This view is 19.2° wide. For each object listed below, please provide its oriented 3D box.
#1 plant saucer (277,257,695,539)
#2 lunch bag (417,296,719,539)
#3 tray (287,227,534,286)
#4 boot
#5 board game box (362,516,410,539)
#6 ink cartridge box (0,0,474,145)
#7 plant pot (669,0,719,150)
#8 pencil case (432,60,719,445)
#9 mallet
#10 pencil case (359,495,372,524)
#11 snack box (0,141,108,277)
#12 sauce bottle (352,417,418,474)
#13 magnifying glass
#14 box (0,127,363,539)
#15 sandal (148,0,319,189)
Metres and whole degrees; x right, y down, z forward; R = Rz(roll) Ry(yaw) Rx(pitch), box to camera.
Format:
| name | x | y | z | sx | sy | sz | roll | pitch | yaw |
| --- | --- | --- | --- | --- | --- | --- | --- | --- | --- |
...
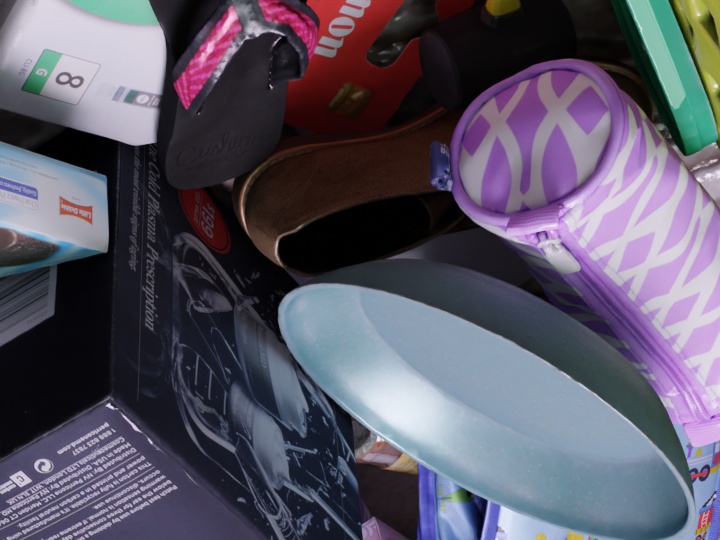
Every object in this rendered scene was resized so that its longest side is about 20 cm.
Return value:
| name | x | y | z | sx | sy | sz | roll | pitch | yaw |
| --- | --- | --- | --- | --- | --- | --- | --- | --- | --- |
| plant saucer | 0.059 | 0.050 | 0.911 | 0.199 | 0.036 | 0.200 | 27 | 159 | 11 |
| lunch bag | 0.109 | 0.119 | 1.065 | 0.149 | 0.094 | 0.202 | -3 | 100 | -30 |
| tray | 0.000 | 0.000 | 1.054 | 0.199 | 0.022 | 0.107 | -26 | 139 | 17 |
| boot | 0.046 | -0.039 | 0.948 | 0.198 | 0.076 | 0.074 | -17 | 115 | -9 |
| board game box | -0.008 | 0.233 | 1.153 | 0.199 | 0.044 | 0.199 | -34 | 136 | 19 |
| ink cartridge box | -0.041 | -0.112 | 0.891 | 0.199 | 0.050 | 0.161 | 15 | 134 | -26 |
| plant pot | 0.237 | -0.093 | 0.879 | 0.198 | 0.183 | 0.199 | -19 | 141 | 10 |
| pencil case | 0.113 | -0.007 | 0.909 | 0.083 | 0.086 | 0.200 | -24 | 141 | 22 |
| mallet | 0.053 | -0.142 | 0.865 | 0.065 | 0.041 | 0.201 | -26 | 146 | -13 |
| pencil case | -0.037 | 0.144 | 1.154 | 0.085 | 0.084 | 0.200 | 14 | 154 | 22 |
| snack box | -0.215 | -0.017 | 0.881 | 0.199 | 0.037 | 0.116 | -12 | 162 | 35 |
| sauce bottle | 0.083 | 0.086 | 1.147 | 0.198 | 0.065 | 0.065 | 11 | 136 | -28 |
| magnifying glass | 0.114 | -0.121 | 0.879 | 0.022 | 0.080 | 0.200 | -26 | 141 | 6 |
| box | -0.091 | 0.061 | 0.940 | 0.104 | 0.201 | 0.182 | -28 | 127 | 18 |
| sandal | -0.047 | -0.086 | 0.853 | 0.074 | 0.045 | 0.201 | -17 | 150 | -15 |
